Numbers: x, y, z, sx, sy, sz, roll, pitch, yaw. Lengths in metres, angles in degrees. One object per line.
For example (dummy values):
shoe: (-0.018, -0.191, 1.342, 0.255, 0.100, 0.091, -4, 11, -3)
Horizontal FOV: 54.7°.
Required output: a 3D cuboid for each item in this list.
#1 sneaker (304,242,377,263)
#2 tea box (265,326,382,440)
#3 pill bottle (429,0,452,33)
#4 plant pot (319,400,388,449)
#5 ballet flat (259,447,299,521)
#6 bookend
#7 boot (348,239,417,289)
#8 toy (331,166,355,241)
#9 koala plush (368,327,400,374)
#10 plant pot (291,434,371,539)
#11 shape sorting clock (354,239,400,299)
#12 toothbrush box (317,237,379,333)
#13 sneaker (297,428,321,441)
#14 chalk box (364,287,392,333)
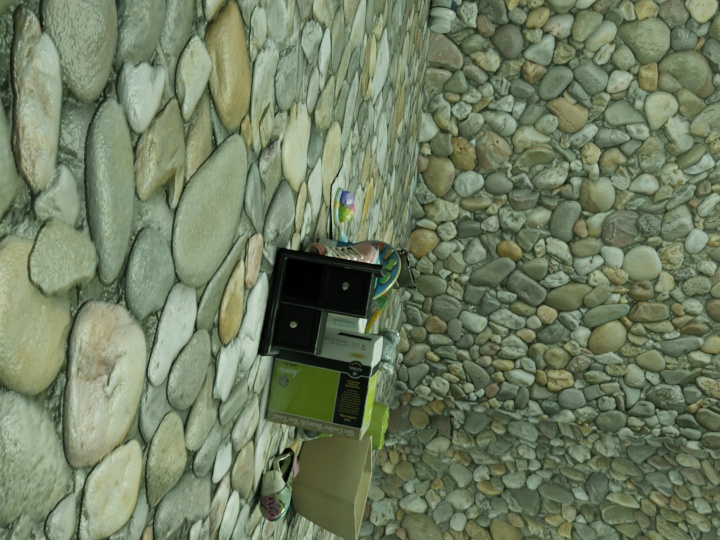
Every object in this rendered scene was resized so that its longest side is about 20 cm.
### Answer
sneaker: (-0.050, -0.023, 1.476, 0.199, 0.075, 0.106, -31, 135, -21)
tea box: (-0.070, 0.219, 1.419, 0.134, 0.197, 0.200, 4, 97, -81)
pill bottle: (0.364, -1.151, 3.038, 0.120, 0.118, 0.203, 10, 90, -81)
plant pot: (-0.019, 0.430, 1.986, 0.200, 0.187, 0.203, 9, 90, -80)
ballet flat: (-0.172, 0.437, 1.457, 0.200, 0.068, 0.072, -66, 145, -72)
bookend: (-0.067, 0.077, 1.296, 0.092, 0.196, 0.203, 46, 55, -81)
boot: (0.048, -0.022, 1.838, 0.202, 0.172, 0.069, 64, 23, -9)
toy: (-0.040, -0.140, 1.731, 0.116, 0.046, 0.202, -70, 167, -56)
koala plush: (0.006, 0.217, 1.896, 0.178, 0.197, 0.186, -69, 165, -51)
plant pot: (-0.075, 0.541, 1.779, 0.202, 0.174, 0.201, 90, 13, -45)
shape sorting clock: (0.000, 0.000, 1.663, 0.202, 0.197, 0.040, -73, 152, -42)
toothbrush box: (-0.046, 0.039, 1.557, 0.086, 0.144, 0.202, 82, 20, -55)
sneaker: (-0.071, 0.339, 1.694, 0.199, 0.079, 0.077, -40, -165, -16)
chalk box: (0.006, 0.060, 1.771, 0.201, 0.123, 0.125, -59, -179, 26)
